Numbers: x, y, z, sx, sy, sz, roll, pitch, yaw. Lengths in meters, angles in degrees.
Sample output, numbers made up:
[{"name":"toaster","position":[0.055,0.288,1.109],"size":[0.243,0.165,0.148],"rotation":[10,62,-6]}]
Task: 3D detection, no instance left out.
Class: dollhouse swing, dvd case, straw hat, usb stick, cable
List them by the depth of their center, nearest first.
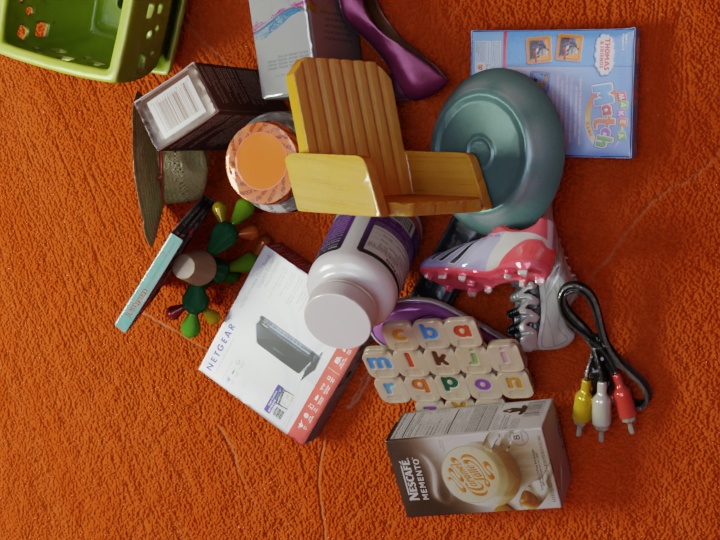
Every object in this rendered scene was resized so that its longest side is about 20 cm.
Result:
[{"name":"dollhouse swing","position":[0.032,-0.156,1.547],"size":[0.181,0.200,0.177],"rotation":[6,97,43]},{"name":"cable","position":[0.286,0.107,1.588],"size":[0.097,0.050,0.201],"rotation":[-6,115,18]},{"name":"usb stick","position":[0.109,-0.002,1.682],"size":[0.055,0.033,0.200],"rotation":[34,107,22]},{"name":"dvd case","position":[-0.249,-0.012,1.735],"size":[0.022,0.200,0.146],"rotation":[33,108,-4]},{"name":"straw hat","position":[-0.238,-0.134,1.748],"size":[0.085,0.201,0.202],"rotation":[-3,95,0]}]

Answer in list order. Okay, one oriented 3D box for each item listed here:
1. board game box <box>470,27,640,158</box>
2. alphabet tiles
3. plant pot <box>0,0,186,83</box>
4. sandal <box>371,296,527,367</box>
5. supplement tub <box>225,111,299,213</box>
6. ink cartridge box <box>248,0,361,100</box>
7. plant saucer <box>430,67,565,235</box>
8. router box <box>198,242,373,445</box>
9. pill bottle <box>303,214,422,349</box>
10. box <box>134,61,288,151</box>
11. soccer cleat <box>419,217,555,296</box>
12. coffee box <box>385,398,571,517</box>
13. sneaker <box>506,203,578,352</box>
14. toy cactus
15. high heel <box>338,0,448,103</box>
[{"name":"board game box","position":[0.230,-0.211,1.609],"size":[0.199,0.037,0.152],"rotation":[4,96,23]},{"name":"alphabet tiles","position":[0.107,0.123,1.644],"size":[0.199,0.015,0.196],"rotation":[-4,135,22]},{"name":"plant pot","position":[-0.332,-0.354,1.741],"size":[0.199,0.181,0.200],"rotation":[17,102,19]},{"name":"sandal","position":[0.109,0.087,1.657],"size":[0.202,0.050,0.083],"rotation":[16,105,3]},{"name":"supplement tub","position":[-0.078,-0.133,1.651],"size":[0.122,0.200,0.123],"rotation":[3,97,22]},{"name":"ink cartridge box","position":[-0.069,-0.311,1.659],"size":[0.083,0.146,0.201],"rotation":[-6,93,23]},{"name":"plant saucer","position":[0.150,-0.139,1.598],"size":[0.200,0.036,0.201],"rotation":[4,96,43]},{"name":"router box","position":[-0.091,0.095,1.761],"size":[0.179,0.049,0.200],"rotation":[33,106,15]},{"name":"pill bottle","position":[0.000,0.000,1.622],"size":[0.111,0.200,0.112],"rotation":[10,129,12]},{"name":"box","position":[-0.182,-0.202,1.686],"size":[0.100,0.200,0.075],"rotation":[-29,82,21]},{"name":"soccer cleat","position":[0.151,-0.017,1.594],"size":[0.200,0.067,0.077],"rotation":[-6,62,51]},{"name":"coffee box","position":[0.145,0.231,1.650],"size":[0.199,0.080,0.115],"rotation":[-9,109,22]},{"name":"sneaker","position":[0.221,-0.001,1.624],"size":[0.081,0.075,0.201],"rotation":[2,88,-8]},{"name":"toy cactus","position":[-0.198,-0.010,1.732],"size":[0.102,0.165,0.200],"rotation":[38,98,14]},{"name":"high heel","position":[0.039,-0.305,1.660],"size":[0.096,0.067,0.201],"rotation":[-16,103,28]}]
